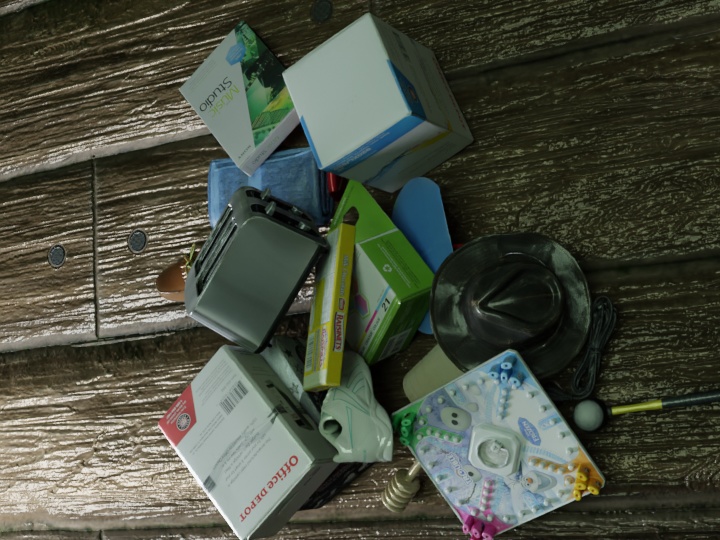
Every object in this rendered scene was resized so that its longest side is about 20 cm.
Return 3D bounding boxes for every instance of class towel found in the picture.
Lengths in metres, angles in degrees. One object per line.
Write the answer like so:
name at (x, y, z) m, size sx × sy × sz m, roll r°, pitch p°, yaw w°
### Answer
towel at (-0.132, -0.113, 1.599) m, size 0.197 × 0.048 × 0.114 m, roll -4°, pitch 83°, yaw 27°

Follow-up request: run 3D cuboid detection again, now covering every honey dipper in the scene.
honey dipper at (0.086, 0.231, 1.410) m, size 0.038 × 0.038 × 0.201 m, roll 48°, pitch 127°, yaw 24°

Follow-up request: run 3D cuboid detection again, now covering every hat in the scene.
hat at (0.180, 0.042, 1.313) m, size 0.197 × 0.081 × 0.204 m, roll 0°, pitch 84°, yaw 2°

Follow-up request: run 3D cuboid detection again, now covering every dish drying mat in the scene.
dish drying mat at (-0.036, -0.201, 1.544) m, size 0.018 × 0.077 × 0.203 m, roll -3°, pitch 82°, yaw 11°

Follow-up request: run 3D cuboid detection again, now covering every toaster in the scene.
toaster at (-0.144, -0.001, 1.468) m, size 0.118 × 0.181 × 0.201 m, roll 29°, pitch 100°, yaw -16°

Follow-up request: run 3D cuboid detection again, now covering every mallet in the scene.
mallet at (0.345, 0.158, 1.305) m, size 0.198 × 0.066 × 0.042 m, roll -13°, pitch 80°, yaw 25°

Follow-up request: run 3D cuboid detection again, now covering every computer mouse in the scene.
computer mouse at (0.218, 0.084, 1.397) m, size 0.198 × 0.046 × 0.143 m, roll 13°, pitch 95°, yaw 25°

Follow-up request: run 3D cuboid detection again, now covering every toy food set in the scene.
toy food set at (0.153, 0.169, 1.402) m, size 0.144 × 0.060 × 0.201 m, roll -46°, pitch 70°, yaw 34°

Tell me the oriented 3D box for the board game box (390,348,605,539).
board game box at (0.159, 0.220, 1.341) m, size 0.199 × 0.026 × 0.201 m, roll -32°, pitch 97°, yaw 30°

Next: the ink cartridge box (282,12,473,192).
ink cartridge box at (0.027, -0.209, 1.441) m, size 0.144 × 0.199 × 0.149 m, roll -30°, pitch 72°, yaw 23°

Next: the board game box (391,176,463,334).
board game box at (0.096, -0.019, 1.450) m, size 0.158 × 0.038 × 0.203 m, roll 141°, pitch 121°, yaw -61°

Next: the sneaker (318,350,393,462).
sneaker at (-0.019, 0.169, 1.412) m, size 0.201 × 0.079 × 0.071 m, roll -117°, pitch 23°, yaw -56°

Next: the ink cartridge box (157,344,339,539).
ink cartridge box at (-0.141, 0.218, 1.414) m, size 0.147 × 0.083 × 0.200 m, roll -48°, pitch 66°, yaw 13°

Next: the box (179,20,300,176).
box at (-0.166, -0.252, 1.613) m, size 0.144 × 0.036 × 0.200 m, roll -46°, pitch 57°, yaw 9°

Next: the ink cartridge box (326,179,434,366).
ink cartridge box at (0.000, 0.000, 1.464) m, size 0.201 × 0.075 × 0.149 m, roll 52°, pitch 142°, yaw 23°

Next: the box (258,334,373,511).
box at (-0.087, 0.204, 1.499) m, size 0.132 × 0.114 × 0.201 m, roll -41°, pitch 68°, yaw 17°

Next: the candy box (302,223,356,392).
candy box at (-0.040, 0.049, 1.416) m, size 0.102 × 0.026 × 0.203 m, roll 155°, pitch 123°, yaw -67°

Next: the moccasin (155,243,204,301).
moccasin at (-0.214, -0.008, 1.605) m, size 0.199 × 0.078 × 0.075 m, roll -14°, pitch 59°, yaw 26°
